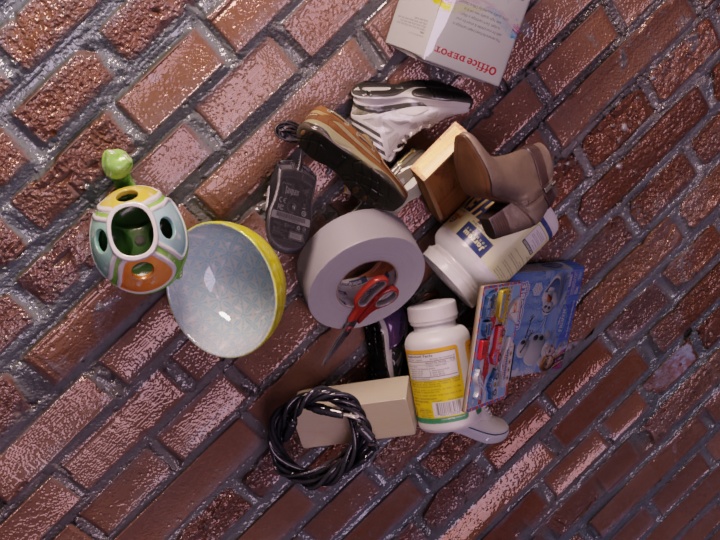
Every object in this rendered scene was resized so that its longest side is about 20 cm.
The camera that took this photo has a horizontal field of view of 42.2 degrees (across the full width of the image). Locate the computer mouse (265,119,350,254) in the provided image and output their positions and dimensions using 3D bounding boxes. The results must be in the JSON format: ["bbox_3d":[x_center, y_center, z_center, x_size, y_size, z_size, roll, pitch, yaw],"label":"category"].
[{"bbox_3d":[-0.080,-0.117,1.422,0.138,0.046,0.204,9,78,-26],"label":"computer mouse"}]

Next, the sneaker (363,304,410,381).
[{"bbox_3d":[0.064,0.153,1.606,0.086,0.075,0.203,-20,123,-28],"label":"sneaker"}]

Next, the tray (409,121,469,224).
[{"bbox_3d":[0.138,-0.150,1.470,0.099,0.037,0.200,-45,159,-2],"label":"tray"}]

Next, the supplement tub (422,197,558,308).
[{"bbox_3d":[0.213,-0.052,1.545,0.200,0.145,0.145,-44,121,-2],"label":"supplement tub"}]

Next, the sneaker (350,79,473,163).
[{"bbox_3d":[0.077,-0.232,1.465,0.196,0.076,0.117,-2,120,-14],"label":"sneaker"}]

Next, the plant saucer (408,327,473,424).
[{"bbox_3d":[0.156,0.188,1.667,0.197,0.034,0.204,-15,120,-27],"label":"plant saucer"}]

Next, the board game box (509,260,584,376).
[{"bbox_3d":[0.304,0.088,1.678,0.196,0.043,0.204,-5,112,-35],"label":"board game box"}]

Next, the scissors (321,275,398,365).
[{"bbox_3d":[-0.017,0.081,1.494,0.200,0.014,0.073,-43,141,20],"label":"scissors"}]

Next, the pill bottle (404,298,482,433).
[{"bbox_3d":[0.133,0.154,1.539,0.111,0.113,0.204,-12,95,-19],"label":"pill bottle"}]

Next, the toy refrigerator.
[{"bbox_3d":[-0.008,0.235,1.561,0.196,0.070,0.077,-10,118,13],"label":"toy refrigerator"}]

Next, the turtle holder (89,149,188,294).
[{"bbox_3d":[-0.307,-0.064,1.303,0.138,0.132,0.189,12,82,-4],"label":"turtle holder"}]

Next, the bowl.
[{"bbox_3d":[-0.183,0.019,1.407,0.107,0.197,0.204,-25,129,-61],"label":"bowl"}]

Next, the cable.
[{"bbox_3d":[-0.075,0.276,1.525,0.198,0.051,0.164,-30,111,23],"label":"cable"}]

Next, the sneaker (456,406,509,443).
[{"bbox_3d":[0.201,0.255,1.661,0.198,0.073,0.072,19,108,-38],"label":"sneaker"}]

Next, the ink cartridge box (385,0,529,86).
[{"bbox_3d":[0.150,-0.397,1.378,0.143,0.145,0.203,13,105,-28],"label":"ink cartridge box"}]

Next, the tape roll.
[{"bbox_3d":[0.000,0.000,1.476,0.197,0.067,0.202,-16,140,-14],"label":"tape roll"}]

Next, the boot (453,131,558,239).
[{"bbox_3d":[0.225,-0.150,1.409,0.145,0.070,0.202,-36,123,-22],"label":"boot"}]

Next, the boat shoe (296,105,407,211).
[{"bbox_3d":[-0.004,-0.173,1.404,0.199,0.075,0.075,40,51,-20],"label":"boat shoe"}]

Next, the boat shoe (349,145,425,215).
[{"bbox_3d":[0.035,-0.117,1.490,0.201,0.061,0.072,-39,161,-1],"label":"boat shoe"}]

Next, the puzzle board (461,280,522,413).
[{"bbox_3d":[0.218,0.120,1.508,0.150,0.017,0.204,-5,105,-55],"label":"puzzle board"}]
